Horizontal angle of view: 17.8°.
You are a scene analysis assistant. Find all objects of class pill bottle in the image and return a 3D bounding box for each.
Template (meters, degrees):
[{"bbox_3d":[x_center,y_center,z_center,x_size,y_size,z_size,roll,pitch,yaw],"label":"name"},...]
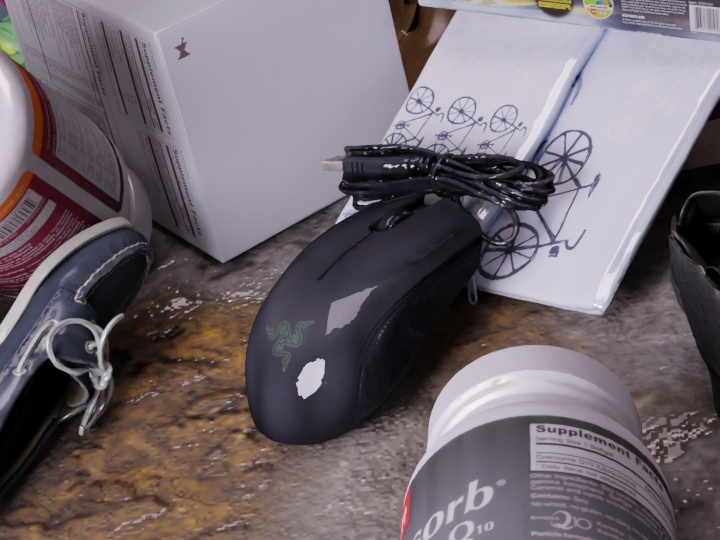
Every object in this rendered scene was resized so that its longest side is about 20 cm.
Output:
[{"bbox_3d":[0.072,0.126,0.930,0.115,0.116,0.200,-10,31,9],"label":"pill bottle"},{"bbox_3d":[-0.188,-0.047,1.224,0.109,0.200,0.110,-4,75,15],"label":"pill bottle"}]

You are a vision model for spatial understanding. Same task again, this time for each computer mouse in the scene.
[{"bbox_3d":[0.000,0.000,1.178,0.138,0.053,0.200,7,51,36],"label":"computer mouse"}]

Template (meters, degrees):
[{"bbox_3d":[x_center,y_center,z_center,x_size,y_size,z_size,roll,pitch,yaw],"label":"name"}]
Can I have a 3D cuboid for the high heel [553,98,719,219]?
[{"bbox_3d":[0.198,-0.093,1.259,0.199,0.068,0.096,-21,42,-3],"label":"high heel"}]

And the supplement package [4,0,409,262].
[{"bbox_3d":[-0.092,-0.129,1.364,0.152,0.151,0.200,-29,34,-24],"label":"supplement package"}]

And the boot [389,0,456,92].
[{"bbox_3d":[0.040,-0.159,1.429,0.073,0.076,0.200,-13,33,1],"label":"boot"}]

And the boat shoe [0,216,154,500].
[{"bbox_3d":[-0.162,0.052,1.177,0.062,0.075,0.200,24,51,24],"label":"boat shoe"}]

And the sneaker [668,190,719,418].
[{"bbox_3d":[0.178,-0.001,1.093,0.060,0.104,0.200,-12,32,6],"label":"sneaker"}]

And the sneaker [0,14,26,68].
[{"bbox_3d":[-0.229,-0.122,1.493,0.199,0.074,0.084,-11,33,-11],"label":"sneaker"}]

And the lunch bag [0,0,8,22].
[{"bbox_3d":[-0.238,-0.281,1.646,0.169,0.127,0.200,11,61,34],"label":"lunch bag"}]

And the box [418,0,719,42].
[{"bbox_3d":[0.149,-0.177,1.282,0.199,0.040,0.137,11,31,32],"label":"box"}]

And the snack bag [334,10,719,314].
[{"bbox_3d":[0.093,-0.066,1.242,0.200,0.021,0.189,14,65,42],"label":"snack bag"}]
